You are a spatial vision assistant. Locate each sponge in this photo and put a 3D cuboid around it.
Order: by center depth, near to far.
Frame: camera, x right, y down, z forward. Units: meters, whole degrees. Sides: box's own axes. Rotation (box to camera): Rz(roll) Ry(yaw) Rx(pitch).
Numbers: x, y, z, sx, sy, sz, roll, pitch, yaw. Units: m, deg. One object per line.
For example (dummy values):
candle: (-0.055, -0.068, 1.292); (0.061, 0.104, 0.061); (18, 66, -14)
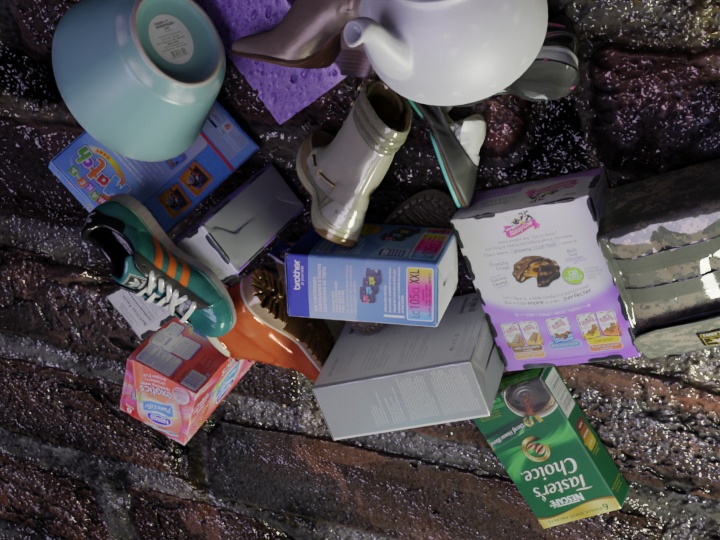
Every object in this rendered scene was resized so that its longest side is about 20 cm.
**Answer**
sponge: (-0.109, -0.273, 1.410); (0.111, 0.030, 0.201); (-30, 101, 37)

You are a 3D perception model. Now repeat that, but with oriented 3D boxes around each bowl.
bowl: (-0.226, -0.233, 1.379); (0.104, 0.201, 0.202); (-25, 106, 44)

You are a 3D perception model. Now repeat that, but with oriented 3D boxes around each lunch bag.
lunch bag: (0.347, 0.003, 1.282); (0.162, 0.118, 0.202); (-15, 119, 23)

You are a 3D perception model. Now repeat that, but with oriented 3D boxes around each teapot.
teapot: (0.084, -0.268, 1.182); (0.194, 0.202, 0.147); (-11, 142, 8)

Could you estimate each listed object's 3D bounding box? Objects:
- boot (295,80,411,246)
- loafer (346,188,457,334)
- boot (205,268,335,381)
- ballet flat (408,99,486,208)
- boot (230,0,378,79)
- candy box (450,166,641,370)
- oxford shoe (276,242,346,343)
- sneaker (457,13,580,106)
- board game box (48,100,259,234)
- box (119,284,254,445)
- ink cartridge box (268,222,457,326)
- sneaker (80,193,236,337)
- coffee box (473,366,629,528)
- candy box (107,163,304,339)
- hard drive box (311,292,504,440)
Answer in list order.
boot: (-0.007, -0.139, 1.361); (0.071, 0.201, 0.156); (17, 119, -20)
loafer: (0.045, -0.018, 1.467); (0.075, 0.068, 0.201); (37, 113, 0)
boot: (-0.104, 0.081, 1.486); (0.106, 0.076, 0.200); (-28, 131, 23)
ballet flat: (0.092, -0.166, 1.344); (0.068, 0.068, 0.202); (-25, 102, 15)
boot: (-0.042, -0.287, 1.330); (0.197, 0.070, 0.149); (11, 102, 18)
candy box: (0.213, 0.002, 1.385); (0.166, 0.072, 0.202); (-8, 116, 32)
oxford shoe: (-0.053, 0.061, 1.560); (0.070, 0.074, 0.202); (-18, 109, 37)
sneaker: (0.129, -0.223, 1.282); (0.197, 0.087, 0.081); (6, 148, 13)
board game box: (-0.240, -0.132, 1.466); (0.152, 0.200, 0.037); (48, 160, -7)
box: (-0.208, 0.111, 1.592); (0.102, 0.200, 0.095); (26, 128, 9)
ink cartridge box: (0.000, 0.000, 1.373); (0.197, 0.137, 0.078); (2, 108, 13)
sneaker: (-0.226, 0.008, 1.377); (0.200, 0.080, 0.071); (44, 129, -1)
coffee box: (0.227, 0.215, 1.528); (0.122, 0.044, 0.201); (-22, 107, 36)
candy box: (-0.186, -0.022, 1.508); (0.199, 0.168, 0.072); (-32, 100, 38)
hard drive box: (0.063, 0.109, 1.461); (0.197, 0.156, 0.078); (-11, 115, 24)
